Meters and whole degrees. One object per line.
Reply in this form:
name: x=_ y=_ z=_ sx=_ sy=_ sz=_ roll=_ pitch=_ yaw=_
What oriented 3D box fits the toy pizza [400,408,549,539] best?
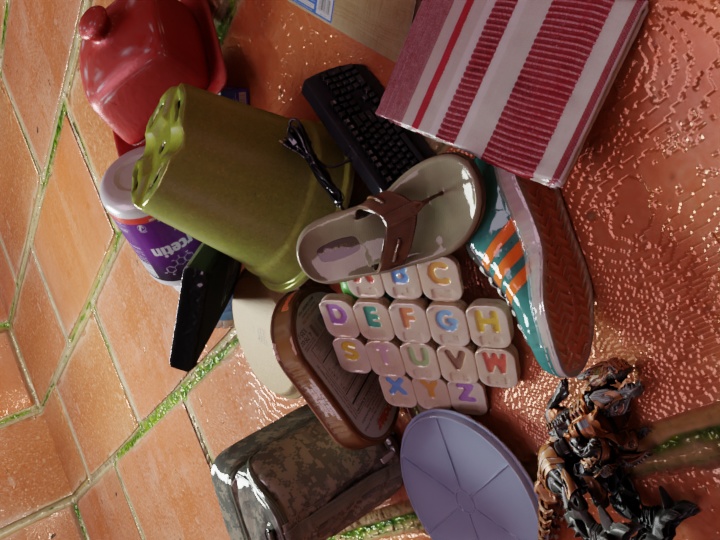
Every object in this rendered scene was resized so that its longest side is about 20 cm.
toy pizza: x=0.120 y=0.239 z=0.713 sx=0.198 sy=0.031 sz=0.205 roll=26 pitch=126 yaw=41

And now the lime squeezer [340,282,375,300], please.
lime squeezer: x=0.019 y=-0.007 z=0.682 sx=0.196 sy=0.072 sz=0.038 roll=-16 pitch=134 yaw=31

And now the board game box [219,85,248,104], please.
board game box: x=-0.207 y=-0.159 z=0.951 sx=0.133 sy=0.044 sz=0.205 roll=23 pitch=121 yaw=44

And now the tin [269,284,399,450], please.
tin: x=-0.024 y=0.109 z=0.749 sx=0.041 sy=0.112 sz=0.202 roll=-19 pitch=113 yaw=42

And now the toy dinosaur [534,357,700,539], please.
toy dinosaur: x=0.199 y=0.173 z=0.569 sx=0.136 sy=0.100 sz=0.203 roll=53 pitch=158 yaw=45

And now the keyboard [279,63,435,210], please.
keyboard: x=0.001 y=-0.117 z=0.651 sx=0.202 sy=0.125 sz=0.021 roll=55 pitch=163 yaw=20

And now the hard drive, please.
hard drive: x=-0.184 y=0.011 z=0.842 sx=0.032 sy=0.201 sz=0.142 roll=16 pitch=118 yaw=-2

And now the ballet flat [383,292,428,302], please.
ballet flat: x=0.000 y=0.000 z=0.748 sx=0.200 sy=0.071 sz=0.073 roll=47 pitch=135 yaw=32

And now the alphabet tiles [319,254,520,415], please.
alphabet tiles: x=0.056 y=0.069 z=0.661 sx=0.195 sy=0.015 sz=0.199 roll=2 pitch=125 yaw=27

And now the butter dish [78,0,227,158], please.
butter dish: x=-0.291 y=-0.278 z=0.855 sx=0.197 sy=0.147 sz=0.204 roll=-31 pitch=60 yaw=19

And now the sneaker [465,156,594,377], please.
sneaker: x=0.138 y=-0.008 z=0.572 sx=0.079 sy=0.070 sz=0.205 roll=-21 pitch=80 yaw=52

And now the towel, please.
towel: x=0.110 y=-0.164 z=0.540 sx=0.198 sy=0.022 sz=0.147 roll=32 pitch=102 yaw=39

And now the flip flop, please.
flip flop: x=0.018 y=-0.035 z=0.577 sx=0.196 sy=0.057 sz=0.083 roll=-19 pitch=94 yaw=29

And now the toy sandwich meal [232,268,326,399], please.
toy sandwich meal: x=-0.102 y=0.073 z=0.901 sx=0.203 sy=0.069 sz=0.210 roll=29 pitch=129 yaw=44

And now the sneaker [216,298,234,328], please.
sneaker: x=-0.240 y=-0.002 z=1.050 sx=0.199 sy=0.078 sz=0.091 roll=41 pitch=114 yaw=28

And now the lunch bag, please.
lunch bag: x=-0.059 y=0.258 z=0.815 sx=0.166 sy=0.197 sz=0.143 roll=-1 pitch=107 yaw=54

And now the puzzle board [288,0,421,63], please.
puzzle board: x=-0.003 y=-0.315 z=0.664 sx=0.199 sy=0.017 sz=0.154 roll=41 pitch=134 yaw=35

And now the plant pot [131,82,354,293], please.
plant pot: x=-0.135 y=-0.100 z=0.715 sx=0.199 sy=0.181 sz=0.205 roll=-31 pitch=49 yaw=44

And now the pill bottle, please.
pill bottle: x=-0.255 y=-0.059 z=0.892 sx=0.112 sy=0.112 sz=0.202 roll=40 pitch=159 yaw=34
